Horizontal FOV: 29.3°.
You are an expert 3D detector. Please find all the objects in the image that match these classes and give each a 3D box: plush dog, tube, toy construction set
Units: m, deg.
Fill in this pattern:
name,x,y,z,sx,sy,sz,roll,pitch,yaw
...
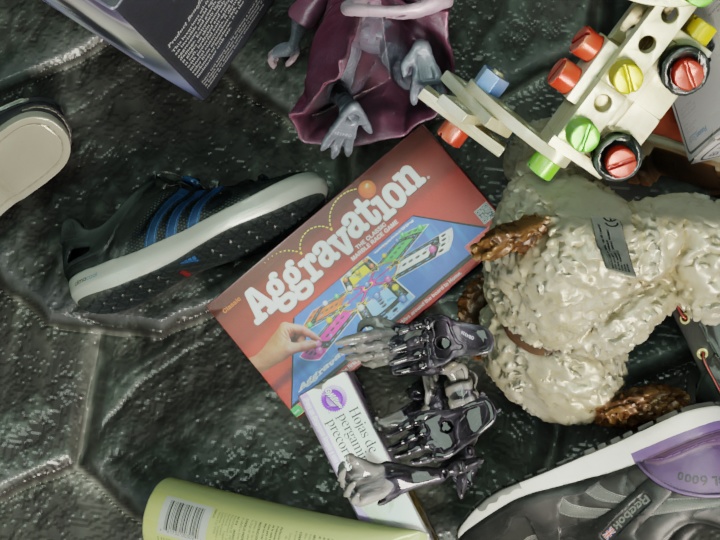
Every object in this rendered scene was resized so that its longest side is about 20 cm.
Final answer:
name,x,y,z,sx,sy,sz,roll,pitch,yaw
plush dog,0.129,0.023,0.867,0.160,0.172,0.200,-26,44,-34
tube,-0.049,0.185,0.915,0.200,0.058,0.052,10,59,24
toy construction set,0.126,-0.129,0.797,0.131,0.092,0.200,31,122,-17

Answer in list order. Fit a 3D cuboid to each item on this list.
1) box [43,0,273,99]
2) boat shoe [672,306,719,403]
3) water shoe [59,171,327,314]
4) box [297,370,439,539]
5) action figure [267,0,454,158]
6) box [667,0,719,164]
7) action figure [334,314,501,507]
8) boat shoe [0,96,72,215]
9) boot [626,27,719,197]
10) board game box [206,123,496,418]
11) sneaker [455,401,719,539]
name,x,y,z,sx,sy,sz,roll,pitch,yaw
box,-0.183,-0.240,0.957,0.200,0.198,0.123,33,87,15
boat shoe,0.253,0.074,0.894,0.063,0.074,0.202,-23,84,37
water shoe,-0.123,-0.041,0.976,0.200,0.072,0.079,-24,72,4
box,0.021,0.164,0.920,0.039,0.041,0.200,-28,81,4
action figure,-0.004,-0.175,0.939,0.134,0.149,0.200,-4,47,1
box,0.218,-0.179,0.838,0.060,0.117,0.201,-12,77,-12
action figure,0.033,0.082,0.854,0.102,0.200,0.119,-5,77,-2
boat shoe,-0.302,-0.066,1.031,0.200,0.073,0.063,-29,33,9
boot,0.246,-0.103,0.922,0.200,0.075,0.107,17,78,14
board game box,0.000,0.000,0.966,0.200,0.019,0.103,-41,82,1
sneaker,0.152,0.161,0.862,0.200,0.076,0.088,-30,66,25
